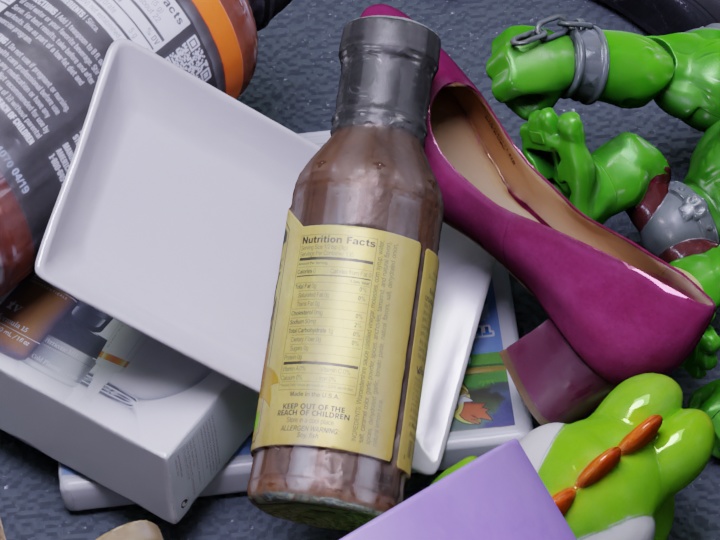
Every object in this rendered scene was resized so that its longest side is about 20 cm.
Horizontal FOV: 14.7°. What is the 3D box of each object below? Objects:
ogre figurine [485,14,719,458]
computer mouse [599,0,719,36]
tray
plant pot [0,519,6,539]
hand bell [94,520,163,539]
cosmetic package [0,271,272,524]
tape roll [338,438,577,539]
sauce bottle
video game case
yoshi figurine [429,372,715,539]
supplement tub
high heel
[{"bbox_3d":[0.146,-0.029,1.184,0.120,0.098,0.200,-27,61,-28],"label":"ogre figurine"},{"bbox_3d":[0.138,-0.158,1.319,0.200,0.053,0.139,28,58,24],"label":"computer mouse"},{"bbox_3d":[-0.037,-0.002,1.122,0.200,0.022,0.108,28,67,-28],"label":"tray"},{"bbox_3d":[-0.244,0.133,0.997,0.199,0.187,0.187,-12,49,-27],"label":"plant pot"},{"bbox_3d":[-0.045,0.198,1.042,0.200,0.104,0.104,42,64,18],"label":"hand bell"},{"bbox_3d":[-0.116,0.000,1.187,0.199,0.052,0.151,26,55,22],"label":"cosmetic package"},{"bbox_3d":[-0.012,0.142,0.923,0.200,0.200,0.085,-29,84,-18],"label":"tape roll"},{"bbox_3d":[0.000,0.000,1.095,0.064,0.065,0.201,6,73,10],"label":"sauce bottle"},{"bbox_3d":[-0.034,0.015,1.214,0.199,0.022,0.183,-6,51,-1],"label":"video game case"},{"bbox_3d":[0.057,0.123,1.092,0.200,0.113,0.112,-39,21,-9],"label":"yoshi figurine"},{"bbox_3d":[-0.116,-0.084,1.155,0.107,0.107,0.200,32,57,26],"label":"supplement tub"},{"bbox_3d":[0.071,-0.040,1.134,0.067,0.096,0.200,-18,74,-50],"label":"high heel"}]
